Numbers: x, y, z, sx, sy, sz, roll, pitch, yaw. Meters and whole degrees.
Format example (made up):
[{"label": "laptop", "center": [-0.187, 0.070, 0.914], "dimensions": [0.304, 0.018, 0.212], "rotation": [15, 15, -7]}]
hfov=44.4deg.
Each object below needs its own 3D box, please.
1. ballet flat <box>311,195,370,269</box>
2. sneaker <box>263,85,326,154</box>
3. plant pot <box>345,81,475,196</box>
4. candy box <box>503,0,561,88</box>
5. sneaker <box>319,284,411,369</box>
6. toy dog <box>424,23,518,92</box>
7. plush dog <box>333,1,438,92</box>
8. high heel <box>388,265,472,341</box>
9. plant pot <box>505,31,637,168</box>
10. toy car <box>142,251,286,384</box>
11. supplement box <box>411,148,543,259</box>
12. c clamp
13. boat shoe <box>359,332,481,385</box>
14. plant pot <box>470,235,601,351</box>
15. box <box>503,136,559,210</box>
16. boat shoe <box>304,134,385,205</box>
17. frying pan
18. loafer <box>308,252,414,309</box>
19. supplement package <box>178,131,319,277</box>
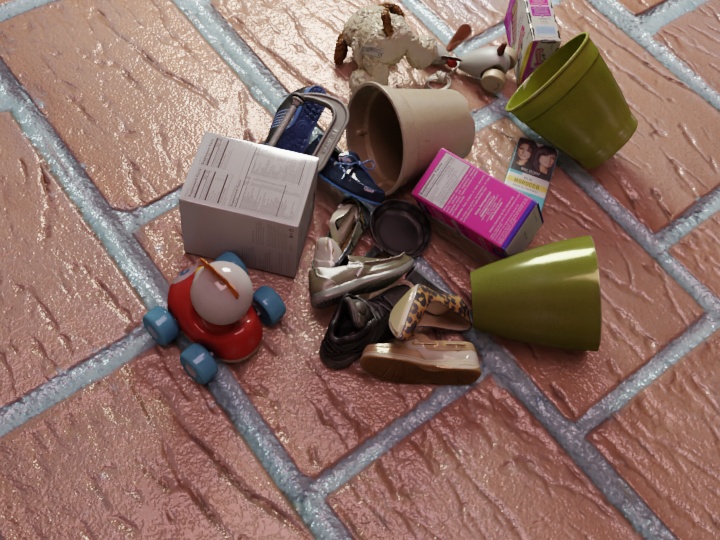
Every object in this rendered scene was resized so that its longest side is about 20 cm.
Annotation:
[{"label": "ballet flat", "center": [-0.044, -0.048, 1.508], "dimensions": [0.073, 0.075, 0.201], "rotation": [20, 54, 6]}, {"label": "sneaker", "center": [-0.135, -0.257, 1.633], "dimensions": [0.070, 0.077, 0.201], "rotation": [44, 66, -31]}, {"label": "plant pot", "center": [0.099, -0.249, 1.598], "dimensions": [0.182, 0.201, 0.202], "rotation": [-14, 60, -28]}, {"label": "candy box", "center": [0.346, -0.488, 1.794], "dimensions": [0.060, 0.137, 0.202], "rotation": [-2, 58, -6]}, {"label": "sneaker", "center": [0.022, 0.071, 1.420], "dimensions": [0.198, 0.115, 0.076], "rotation": [-30, 67, -27]}, {"label": "toy dog", "center": [0.220, -0.431, 1.757], "dimensions": [0.197, 0.097, 0.133], "rotation": [0, 56, 0]}, {"label": "plush dog", "center": [0.029, -0.458, 1.726], "dimensions": [0.199, 0.161, 0.172], "rotation": [-33, 43, -9]}, {"label": "high heel", "center": [0.120, 0.084, 1.404], "dimensions": [0.142, 0.071, 0.201], "rotation": [40, 31, -10]}, {"label": "plant pot", "center": [0.409, -0.302, 1.649], "dimensions": [0.193, 0.200, 0.201], "rotation": [44, 60, -9]}, {"label": "toy car", "center": [-0.225, 0.035, 1.358], "dimensions": [0.177, 0.201, 0.184], "rotation": [41, 61, 18]}, {"label": "supplement box", "center": [0.201, -0.109, 1.520], "dimensions": [0.199, 0.101, 0.104], "rotation": [35, 87, 24]}, {"label": "c clamp", "center": [-0.119, -0.244, 1.558], "dimensions": [0.169, 0.027, 0.201], "rotation": [27, 69, 16]}, {"label": "boat shoe", "center": [0.095, 0.137, 1.416], "dimensions": [0.197, 0.074, 0.070], "rotation": [8, 53, -12]}, {"label": "plant pot", "center": [0.281, 0.043, 1.448], "dimensions": [0.197, 0.188, 0.189], "rotation": [-4, 57, 8]}, {"label": "box", "center": [0.303, -0.149, 1.629], "dimensions": [0.081, 0.049, 0.202], "rotation": [19, 58, 5]}, {"label": "boat shoe", "center": [-0.030, -0.182, 1.557], "dimensions": [0.199, 0.084, 0.069], "rotation": [35, 104, 30]}, {"label": "frying pan", "center": [0.058, -0.042, 1.535], "dimensions": [0.114, 0.031, 0.192], "rotation": [25, 60, -4]}, {"label": "loafer", "center": [0.000, 0.000, 1.436], "dimensions": [0.198, 0.075, 0.070], "rotation": [-17, 76, -30]}, {"label": "supplement package", "center": [-0.185, -0.110, 1.481], "dimensions": [0.197, 0.152, 0.152], "rotation": [13, 57, 1]}]
